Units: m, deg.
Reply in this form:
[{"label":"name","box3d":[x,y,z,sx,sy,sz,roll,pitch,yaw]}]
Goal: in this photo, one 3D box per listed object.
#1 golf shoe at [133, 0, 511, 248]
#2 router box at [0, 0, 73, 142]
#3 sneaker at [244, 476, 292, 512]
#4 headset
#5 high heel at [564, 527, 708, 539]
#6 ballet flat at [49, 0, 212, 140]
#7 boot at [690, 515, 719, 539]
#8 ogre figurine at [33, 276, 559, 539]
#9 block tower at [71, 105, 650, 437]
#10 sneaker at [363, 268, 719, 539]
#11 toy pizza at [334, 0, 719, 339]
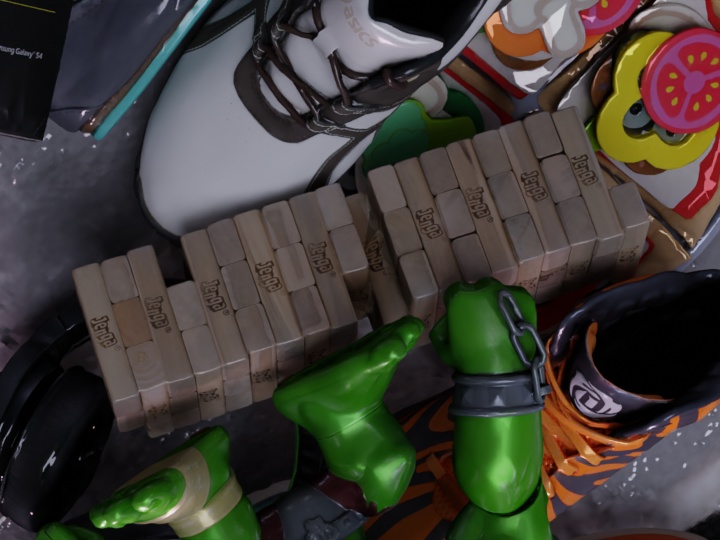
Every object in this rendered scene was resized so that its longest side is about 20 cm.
[{"label":"golf shoe","box3d":[-0.011,-0.082,0.989,0.200,0.094,0.078,-44,89,13]},{"label":"router box","box3d":[-0.179,-0.132,0.906,0.199,0.051,0.150,10,94,-38]},{"label":"sneaker","box3d":[0.009,0.164,1.131,0.077,0.080,0.200,-32,118,1]},{"label":"headset","box3d":[-0.105,0.091,1.057,0.200,0.094,0.124,-34,75,-9]},{"label":"high heel","box3d":[0.069,0.171,1.108,0.199,0.067,0.097,-21,124,-35]},{"label":"ballet flat","box3d":[-0.053,-0.132,0.984,0.073,0.073,0.200,38,106,-27]},{"label":"boot","box3d":[0.157,0.179,1.195,0.199,0.070,0.132,-26,124,8]},{"label":"ogre figurine","box3d":[-0.009,0.098,0.976,0.200,0.098,0.120,-33,96,-22]},{"label":"block tower","box3d":[0.000,0.000,1.018,0.199,0.058,0.054,-17,161,-7]},{"label":"sneaker","box3d":[0.060,0.057,1.034,0.200,0.112,0.078,-38,83,-12]},{"label":"toy pizza","box3d":[0.066,-0.058,1.070,0.199,0.032,0.201,-6,116,-13]}]
